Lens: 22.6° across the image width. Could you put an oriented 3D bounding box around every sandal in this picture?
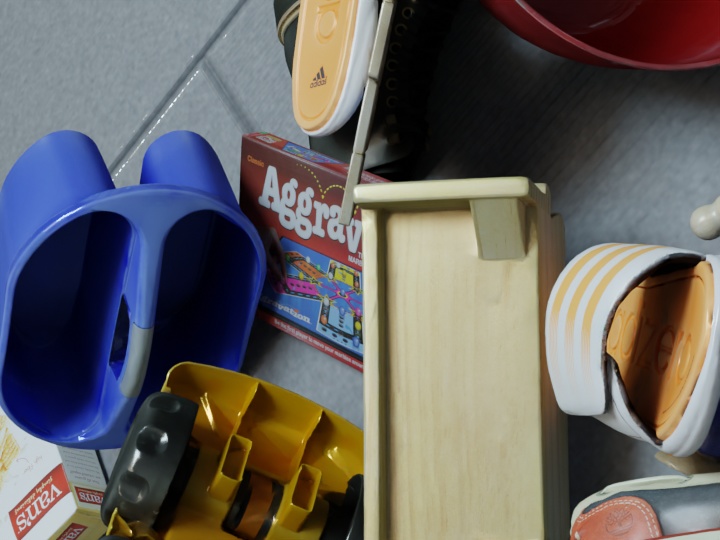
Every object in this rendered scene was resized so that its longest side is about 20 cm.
[{"bbox_3d":[0.104,0.028,0.754,0.207,0.059,0.079,-177,99,-84],"label":"sandal"},{"bbox_3d":[-0.022,-0.176,0.940,0.079,0.059,0.207,-9,72,54],"label":"sandal"}]

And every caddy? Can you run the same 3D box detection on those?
[{"bbox_3d":[-0.131,0.016,0.990,0.105,0.141,0.200,-111,27,-42],"label":"caddy"}]

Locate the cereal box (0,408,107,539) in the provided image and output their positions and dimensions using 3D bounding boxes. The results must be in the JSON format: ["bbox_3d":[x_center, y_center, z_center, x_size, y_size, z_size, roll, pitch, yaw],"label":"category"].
[{"bbox_3d":[-0.235,0.119,1.140,0.144,0.039,0.200,-45,48,21],"label":"cereal box"}]

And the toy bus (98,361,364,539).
[{"bbox_3d":[-0.084,0.177,0.870,0.192,0.135,0.200,-57,12,40],"label":"toy bus"}]

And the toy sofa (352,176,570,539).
[{"bbox_3d":[0.047,0.060,0.813,0.083,0.098,0.201,-2,84,15],"label":"toy sofa"}]

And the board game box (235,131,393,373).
[{"bbox_3d":[0.000,0.000,0.948,0.200,0.019,0.103,24,117,46],"label":"board game box"}]

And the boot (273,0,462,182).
[{"bbox_3d":[0.037,-0.124,0.965,0.200,0.077,0.139,-35,55,45],"label":"boot"}]

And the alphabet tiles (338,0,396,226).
[{"bbox_3d":[0.013,-0.121,0.850,0.167,0.008,0.201,-84,5,-86],"label":"alphabet tiles"}]

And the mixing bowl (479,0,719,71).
[{"bbox_3d":[0.114,-0.176,0.844,0.108,0.199,0.201,148,134,-71],"label":"mixing bowl"}]

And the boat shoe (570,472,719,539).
[{"bbox_3d":[0.179,0.103,0.704,0.199,0.071,0.063,-10,27,11],"label":"boat shoe"}]

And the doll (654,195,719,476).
[{"bbox_3d":[0.194,0.003,0.770,0.136,0.048,0.200,30,95,48],"label":"doll"}]
